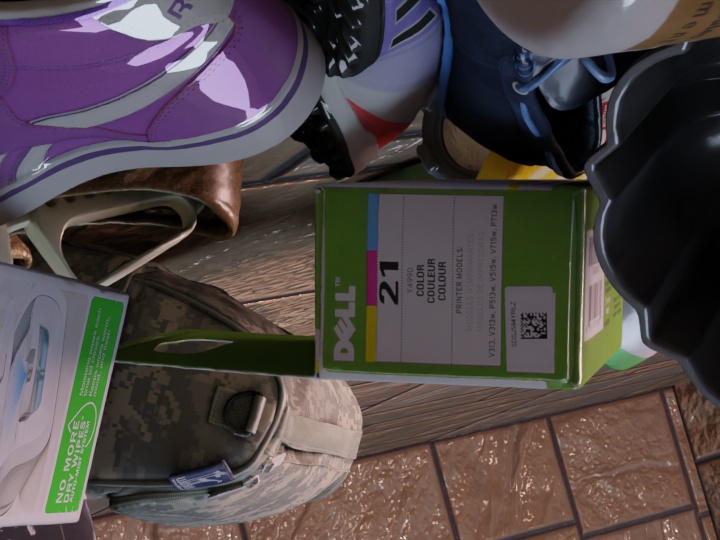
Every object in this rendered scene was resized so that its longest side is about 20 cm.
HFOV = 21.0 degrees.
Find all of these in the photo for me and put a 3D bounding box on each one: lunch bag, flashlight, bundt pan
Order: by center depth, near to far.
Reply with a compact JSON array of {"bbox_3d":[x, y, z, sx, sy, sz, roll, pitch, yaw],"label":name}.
[{"bbox_3d":[0.182,-0.029,0.652,0.201,0.202,0.076,-24,-158,41],"label":"bundt pan"},{"bbox_3d":[0.089,-0.061,0.984,0.067,0.068,0.200,-2,176,20],"label":"flashlight"},{"bbox_3d":[-0.096,0.072,1.071,0.167,0.140,0.200,13,174,16],"label":"lunch bag"}]

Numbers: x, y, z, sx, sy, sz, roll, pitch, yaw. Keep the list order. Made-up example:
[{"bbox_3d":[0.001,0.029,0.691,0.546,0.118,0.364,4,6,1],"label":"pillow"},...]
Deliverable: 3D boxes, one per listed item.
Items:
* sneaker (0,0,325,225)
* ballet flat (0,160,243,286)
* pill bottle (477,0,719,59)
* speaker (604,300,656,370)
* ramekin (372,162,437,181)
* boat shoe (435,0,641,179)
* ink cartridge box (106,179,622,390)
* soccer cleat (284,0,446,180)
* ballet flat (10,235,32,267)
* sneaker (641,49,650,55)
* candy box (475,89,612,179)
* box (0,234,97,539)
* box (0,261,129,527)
[{"bbox_3d":[-0.123,-0.073,0.627,0.200,0.073,0.114,-14,152,29],"label":"sneaker"},{"bbox_3d":[-0.137,-0.023,0.822,0.199,0.073,0.068,-10,170,-30],"label":"ballet flat"},{"bbox_3d":[0.128,-0.126,0.522,0.199,0.115,0.114,-12,170,-23],"label":"pill bottle"},{"bbox_3d":[0.180,-0.041,0.996,0.200,0.089,0.088,-46,159,20],"label":"speaker"},{"bbox_3d":[0.071,-0.009,1.160,0.199,0.098,0.200,-15,170,-3],"label":"ramekin"},{"bbox_3d":[0.072,-0.093,0.671,0.084,0.069,0.200,-53,167,-9],"label":"boat shoe"},{"bbox_3d":[0.000,0.000,0.782,0.199,0.076,0.148,2,-176,13],"label":"ink cartridge box"},{"bbox_3d":[0.000,-0.098,0.684,0.073,0.068,0.200,-43,167,-11],"label":"soccer cleat"},{"bbox_3d":[-0.195,0.050,0.824,0.065,0.201,0.071,26,149,-6],"label":"ballet flat"},{"bbox_3d":[0.145,-0.090,0.730,0.104,0.060,0.200,-29,158,-3],"label":"sneaker"},{"bbox_3d":[0.123,-0.093,0.808,0.102,0.027,0.200,-10,151,-22],"label":"candy box"},{"bbox_3d":[-0.237,0.084,0.897,0.182,0.201,0.104,-8,168,-39],"label":"box"},{"bbox_3d":[-0.211,0.027,0.676,0.199,0.097,0.176,12,177,17],"label":"box"}]
